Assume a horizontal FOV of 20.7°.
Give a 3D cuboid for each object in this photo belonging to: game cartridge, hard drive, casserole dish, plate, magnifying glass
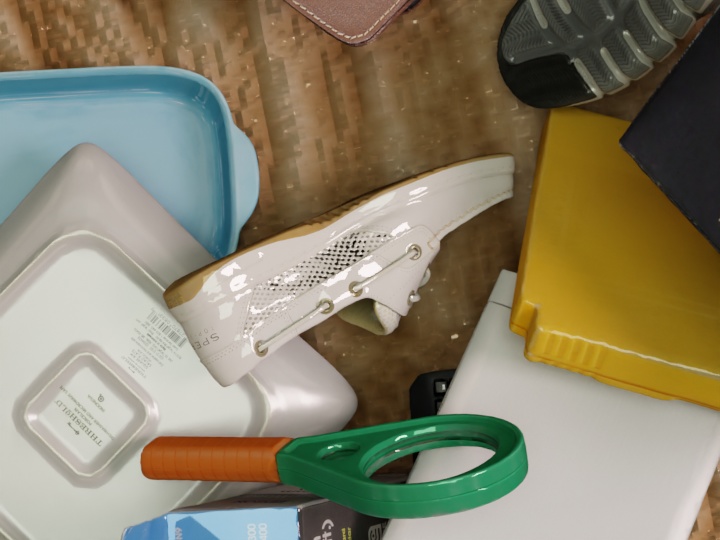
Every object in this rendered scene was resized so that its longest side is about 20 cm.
[{"bbox_3d":[0.178,0.002,0.972,0.200,0.176,0.032,15,132,1],"label":"game cartridge"},{"bbox_3d":[0.089,0.112,0.932,0.132,0.027,0.200,23,71,7],"label":"hard drive"},{"bbox_3d":[-0.152,-0.043,1.023,0.200,0.039,0.121,-4,90,-1],"label":"casserole dish"},{"bbox_3d":[-0.136,0.071,0.992,0.200,0.032,0.200,44,91,-1],"label":"plate"},{"bbox_3d":[-0.016,0.090,0.916,0.200,0.080,0.022,0,110,30],"label":"magnifying glass"}]

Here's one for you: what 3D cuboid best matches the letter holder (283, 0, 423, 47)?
[{"bbox_3d":[-0.028,-0.218,0.995,0.200,0.101,0.142,44,92,0],"label":"letter holder"}]

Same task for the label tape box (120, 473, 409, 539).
[{"bbox_3d":[-0.032,0.179,0.941,0.066,0.200,0.143,-3,90,28],"label":"label tape box"}]

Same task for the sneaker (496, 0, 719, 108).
[{"bbox_3d":[0.171,-0.144,1.008,0.200,0.115,0.075,-34,72,34],"label":"sneaker"}]

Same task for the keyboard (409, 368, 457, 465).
[{"bbox_3d":[0.078,0.147,0.966,0.104,0.040,0.200,-5,90,11],"label":"keyboard"}]

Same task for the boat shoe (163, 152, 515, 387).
[{"bbox_3d":[0.000,0.000,0.990,0.200,0.071,0.069,-25,91,-22],"label":"boat shoe"}]

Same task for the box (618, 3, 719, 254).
[{"bbox_3d":[0.258,-0.029,0.875,0.200,0.197,0.117,51,120,32],"label":"box"}]
